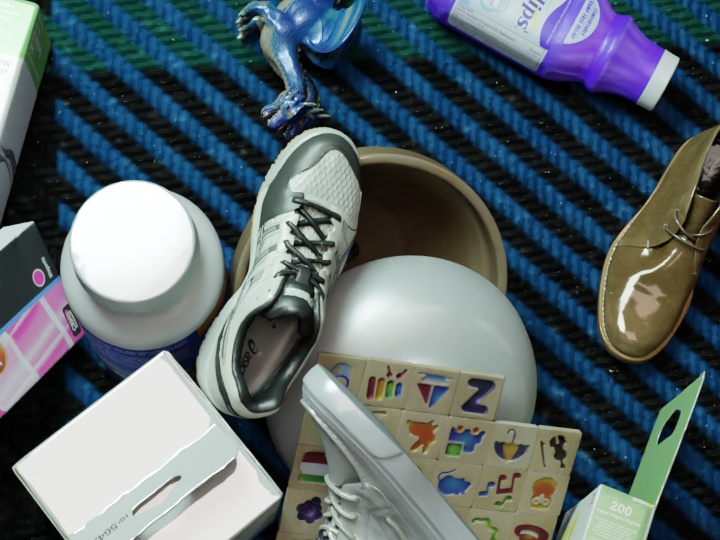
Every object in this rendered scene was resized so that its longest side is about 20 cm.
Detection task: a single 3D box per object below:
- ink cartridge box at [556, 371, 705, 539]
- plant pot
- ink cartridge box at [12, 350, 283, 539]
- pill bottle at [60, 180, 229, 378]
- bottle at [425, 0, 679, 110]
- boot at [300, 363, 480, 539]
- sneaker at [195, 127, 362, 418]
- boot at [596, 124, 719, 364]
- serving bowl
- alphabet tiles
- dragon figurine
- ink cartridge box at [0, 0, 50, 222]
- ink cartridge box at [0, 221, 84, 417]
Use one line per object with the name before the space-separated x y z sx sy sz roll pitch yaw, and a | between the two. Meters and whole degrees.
ink cartridge box | 0.176 0.170 1.153 0.048 0.146 0.201 20 75 3
plant pot | 0.000 0.000 1.190 0.199 0.093 0.202 -4 112 -11
ink cartridge box | -0.139 0.150 1.103 0.128 0.200 0.125 -38 82 -13
pill bottle | -0.147 0.008 1.137 0.111 0.200 0.113 1 75 -2
bottle | 0.152 -0.193 1.286 0.199 0.065 0.084 30 76 3
boot | 0.000 0.159 1.081 0.095 0.074 0.200 -40 115 -2
sneaker | -0.040 0.006 1.072 0.075 0.088 0.201 19 91 -20
boot | 0.238 -0.025 1.246 0.073 0.075 0.201 26 76 1
serving bowl | 0.035 0.094 1.149 0.198 0.066 0.202 -4 111 -11
alphabet tiles | 0.049 0.144 1.131 0.198 0.008 0.168 8 109 -15
dragon figurine | -0.029 -0.195 1.275 0.099 0.059 0.200 36 76 5
ink cartridge box | -0.327 -0.108 1.213 0.144 0.084 0.202 13 75 -2
ink cartridge box | -0.267 0.053 1.124 0.037 0.200 0.095 -9 114 31
